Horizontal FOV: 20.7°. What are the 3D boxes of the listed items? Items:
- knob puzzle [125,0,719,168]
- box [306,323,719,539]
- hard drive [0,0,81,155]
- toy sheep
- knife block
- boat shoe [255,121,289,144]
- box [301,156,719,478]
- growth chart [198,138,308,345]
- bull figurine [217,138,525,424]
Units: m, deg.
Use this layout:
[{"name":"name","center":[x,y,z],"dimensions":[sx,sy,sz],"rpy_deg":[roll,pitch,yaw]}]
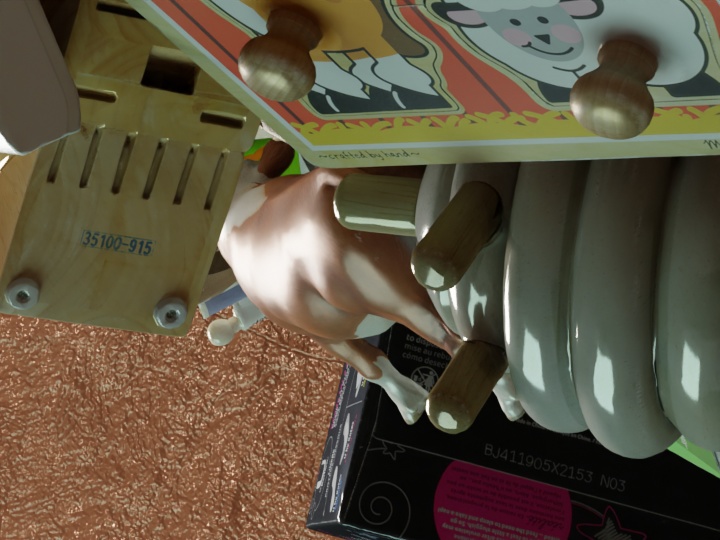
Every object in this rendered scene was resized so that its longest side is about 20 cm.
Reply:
[{"name":"knob puzzle","center":[-0.008,-0.075,0.444],"dimensions":[0.219,0.031,0.220],"rpy_deg":[20,159,8]},{"name":"box","center":[0.088,0.088,0.971],"dimensions":[0.199,0.133,0.115],"rpy_deg":[15,168,-8]},{"name":"hard drive","center":[-0.143,-0.100,0.584],"dimensions":[0.026,0.132,0.200],"rpy_deg":[-27,-165,-19]},{"name":"toy sheep","center":[0.082,-0.008,0.568],"dimensions":[0.199,0.139,0.138],"rpy_deg":[13,174,21]},{"name":"knife block","center":[-0.090,-0.065,0.641],"dimensions":[0.064,0.201,0.176],"rpy_deg":[9,-153,-24]},{"name":"boat shoe","center":[-0.007,-0.074,0.632],"dimensions":[0.069,0.074,0.200],"rpy_deg":[-5,-176,-27]},{"name":"box","center":[0.057,-0.011,0.747],"dimensions":[0.200,0.036,0.145],"rpy_deg":[31,160,37]},{"name":"growth chart","center":[-0.041,-0.027,0.867],"dimensions":[0.018,0.144,0.200],"rpy_deg":[56,176,23]},{"name":"bull figurine","center":[0.000,0.000,0.732],"dimensions":[0.121,0.065,0.200],"rpy_deg":[38,171,-11]}]
